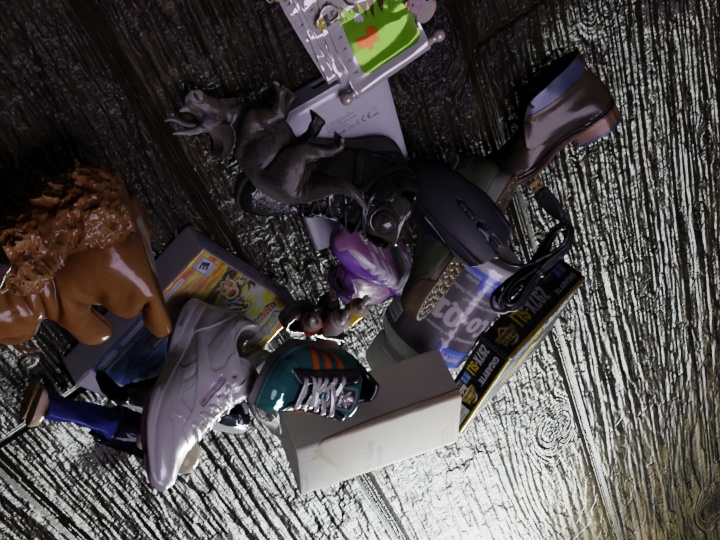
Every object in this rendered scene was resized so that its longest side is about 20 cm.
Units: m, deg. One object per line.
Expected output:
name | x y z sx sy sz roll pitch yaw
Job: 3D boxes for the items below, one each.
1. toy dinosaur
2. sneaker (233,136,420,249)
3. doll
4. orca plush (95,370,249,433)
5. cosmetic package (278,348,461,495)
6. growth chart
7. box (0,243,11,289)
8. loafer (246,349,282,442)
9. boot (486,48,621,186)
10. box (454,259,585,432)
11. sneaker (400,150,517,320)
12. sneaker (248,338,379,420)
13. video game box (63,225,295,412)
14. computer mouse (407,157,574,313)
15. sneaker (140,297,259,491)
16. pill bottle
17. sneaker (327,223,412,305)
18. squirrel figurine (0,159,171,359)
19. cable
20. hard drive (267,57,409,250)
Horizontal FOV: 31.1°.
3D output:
toy dinosaur | -0.078 -0.114 1.232 0.200 0.077 0.103 41 95 -6
sneaker | -0.023 -0.075 1.286 0.197 0.115 0.077 -7 131 -30
doll | -0.258 0.167 1.370 0.198 0.136 0.049 23 88 -25
orca plush | -0.190 0.122 1.377 0.198 0.105 0.072 17 73 -35
cosmetic package | 0.010 0.172 1.471 0.197 0.074 0.104 -18 143 -12
growth chart | -0.006 -0.253 1.224 0.144 0.018 0.200 -41 133 0
box | -0.416 0.019 1.063 0.164 0.165 0.202 6 124 -41
loafer | -0.104 0.140 1.489 0.070 0.070 0.201 -39 152 -13
boot | 0.188 -0.166 1.461 0.198 0.075 0.098 -30 116 4
box | 0.189 0.091 1.621 0.200 0.049 0.161 -40 162 -42
sneaker | 0.084 -0.046 1.415 0.201 0.089 0.067 -53 164 -17
sneaker | -0.041 0.117 1.348 0.199 0.079 0.072 -9 125 -65
video game box | -0.188 0.069 1.390 0.200 0.047 0.182 -46 144 9
computer mouse | 0.135 -0.068 1.363 0.140 0.200 0.046 -40 168 -18
sneaker | -0.156 0.122 1.274 0.098 0.203 0.075 12 153 5
pill bottle | 0.097 0.049 1.541 0.113 0.114 0.201 14 118 -45
sneaker | 0.000 0.000 1.424 0.088 0.081 0.200 -26 163 12
squirrel figurine | -0.287 -0.007 1.174 0.184 0.143 0.201 -17 150 -3
cable | -0.046 0.072 1.449 0.096 0.051 0.201 -16 160 -14
hard drive | -0.017 -0.123 1.353 0.131 0.025 0.201 -31 141 -10
